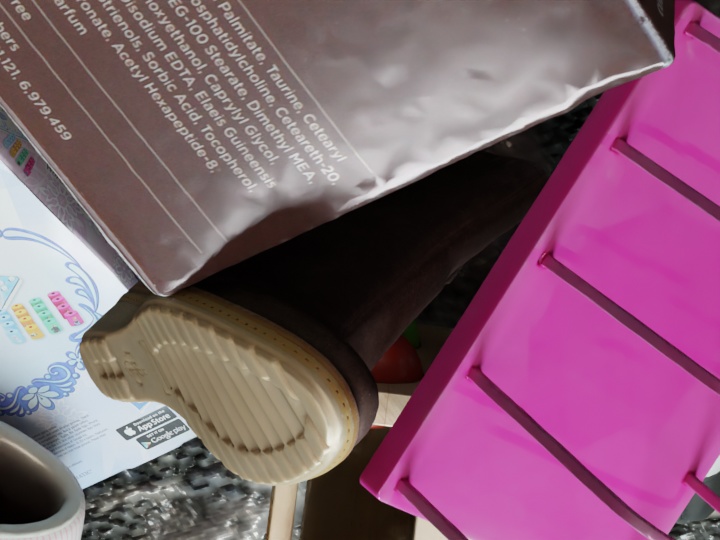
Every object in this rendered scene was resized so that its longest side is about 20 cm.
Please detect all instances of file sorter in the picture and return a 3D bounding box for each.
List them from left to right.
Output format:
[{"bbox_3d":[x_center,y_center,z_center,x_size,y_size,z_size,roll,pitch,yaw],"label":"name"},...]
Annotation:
[{"bbox_3d":[0.129,0.038,0.976,0.139,0.125,0.201,26,99,-41],"label":"file sorter"}]

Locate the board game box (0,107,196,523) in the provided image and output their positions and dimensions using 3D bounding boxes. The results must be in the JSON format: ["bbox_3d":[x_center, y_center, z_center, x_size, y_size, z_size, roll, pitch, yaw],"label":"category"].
[{"bbox_3d":[-0.179,0.020,1.174,0.199,0.044,0.199,-25,126,26],"label":"board game box"}]

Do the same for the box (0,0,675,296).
[{"bbox_3d":[-0.021,-0.130,0.929,0.199,0.166,0.164,-24,121,23],"label":"box"}]

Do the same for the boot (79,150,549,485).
[{"bbox_3d":[0.000,0.000,1.009,0.166,0.200,0.073,-30,107,-20],"label":"boot"}]

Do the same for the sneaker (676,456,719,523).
[{"bbox_3d":[0.166,0.023,1.113,0.088,0.074,0.201,6,128,-4],"label":"sneaker"}]

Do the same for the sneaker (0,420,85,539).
[{"bbox_3d":[-0.205,0.093,1.162,0.199,0.076,0.105,13,138,-15],"label":"sneaker"}]

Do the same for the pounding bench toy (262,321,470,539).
[{"bbox_3d":[0.023,0.086,1.165,0.123,0.200,0.157,6,101,-2],"label":"pounding bench toy"}]
